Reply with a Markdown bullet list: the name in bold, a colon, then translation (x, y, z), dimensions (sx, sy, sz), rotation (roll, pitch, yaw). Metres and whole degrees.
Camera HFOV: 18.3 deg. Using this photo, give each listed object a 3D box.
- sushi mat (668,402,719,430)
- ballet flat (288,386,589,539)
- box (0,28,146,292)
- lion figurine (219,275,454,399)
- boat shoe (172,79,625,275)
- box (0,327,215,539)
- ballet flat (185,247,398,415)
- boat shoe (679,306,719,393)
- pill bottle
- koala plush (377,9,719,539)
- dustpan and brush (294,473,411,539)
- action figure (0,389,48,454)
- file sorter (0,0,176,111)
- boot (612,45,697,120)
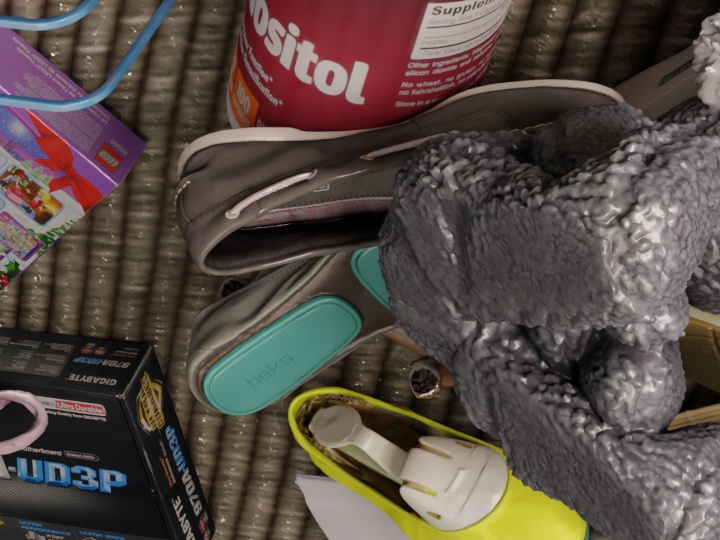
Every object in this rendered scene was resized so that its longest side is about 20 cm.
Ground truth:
- **sushi mat**: translation (0.223, 0.092, 1.108), dimensions (0.200, 0.012, 0.096), rotation (-17, 122, 34)
- **ballet flat**: translation (0.031, 0.107, 1.175), dimensions (0.200, 0.067, 0.067), rotation (22, 167, 47)
- **box**: translation (-0.229, -0.089, 1.186), dimensions (0.200, 0.039, 0.137), rotation (41, 136, -14)
- **lion figurine**: translation (0.024, 0.021, 1.140), dimensions (0.200, 0.122, 0.073), rotation (33, 102, 17)
- **boat shoe**: translation (0.020, -0.033, 0.954), dimensions (0.200, 0.057, 0.067), rotation (-8, 140, 1)
- **box**: translation (-0.200, 0.107, 1.353), dimensions (0.200, 0.046, 0.159), rotation (6, 133, 22)
- **ballet flat**: translation (0.000, 0.000, 1.052), dimensions (0.200, 0.064, 0.067), rotation (-29, 126, 19)
- **boat shoe**: translation (0.162, 0.014, 1.053), dimensions (0.201, 0.066, 0.072), rotation (19, 157, 23)
- **pill bottle**: translation (0.011, -0.132, 0.970), dimensions (0.113, 0.113, 0.200), rotation (23, 137, 5)
- **koala plush**: translation (0.129, -0.017, 0.893), dimensions (0.184, 0.200, 0.178), rotation (25, 138, 50)
- **dustpan and brush**: translation (0.060, 0.184, 1.301), dimensions (0.139, 0.057, 0.200), rotation (1, 125, 40)
- **action figure**: translation (-0.281, 0.017, 1.233), dimensions (0.149, 0.134, 0.200), rotation (-5, 99, 36)
- **file sorter**: translation (-0.170, -0.186, 1.003), dimensions (0.139, 0.123, 0.200), rotation (9, 135, 20)
- **boot**: translation (0.159, -0.051, 1.001), dimensions (0.090, 0.073, 0.200), rotation (47, 134, -12)
